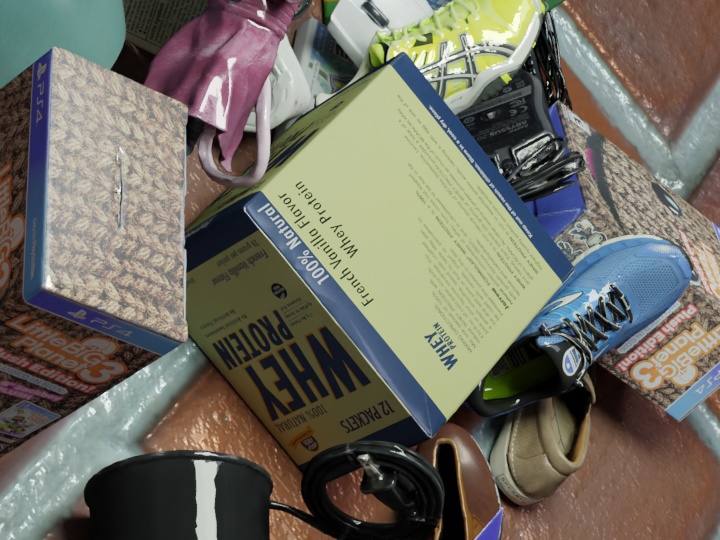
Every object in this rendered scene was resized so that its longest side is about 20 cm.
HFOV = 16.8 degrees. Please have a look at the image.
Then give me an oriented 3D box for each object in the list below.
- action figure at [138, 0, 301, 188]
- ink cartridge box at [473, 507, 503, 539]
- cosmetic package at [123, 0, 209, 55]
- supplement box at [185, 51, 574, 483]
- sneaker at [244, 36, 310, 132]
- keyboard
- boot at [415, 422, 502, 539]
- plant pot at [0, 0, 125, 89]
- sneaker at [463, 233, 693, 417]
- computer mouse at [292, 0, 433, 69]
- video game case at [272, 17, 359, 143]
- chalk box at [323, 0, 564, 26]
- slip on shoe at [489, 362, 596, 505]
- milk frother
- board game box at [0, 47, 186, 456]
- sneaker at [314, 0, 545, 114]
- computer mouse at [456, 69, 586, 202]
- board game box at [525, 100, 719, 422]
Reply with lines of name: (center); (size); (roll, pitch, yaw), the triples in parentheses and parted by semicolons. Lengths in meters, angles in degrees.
action figure: (-0.064, -0.158, 1.525); (0.149, 0.134, 0.200); (34, 83, -46)
ink cartridge box: (0.030, 0.268, 1.467); (0.043, 0.198, 0.200); (33, 54, 21)
cosmetic package: (-0.152, -0.221, 1.630); (0.200, 0.103, 0.087); (26, 42, 0)
supplement box: (0.000, 0.000, 1.659); (0.200, 0.134, 0.200); (51, 50, -9)
sneaker: (-0.106, -0.181, 1.748); (0.200, 0.078, 0.099); (58, 14, 9)
keyboard: (0.131, -0.195, 2.017); (0.104, 0.040, 0.200); (7, 62, -43)
boot: (0.052, 0.157, 1.609); (0.200, 0.068, 0.189); (76, 19, -62)
plant pot: (-0.242, -0.165, 1.497); (0.161, 0.200, 0.201); (49, 40, -27)
sneaker: (0.156, 0.049, 1.760); (0.079, 0.200, 0.089); (55, 5, -22)
computer mouse: (0.018, -0.184, 1.796); (0.200, 0.110, 0.044); (43, 2, -41)
video game case: (0.010, -0.068, 1.824); (0.182, 0.022, 0.200); (34, 45, -27)
chalk box: (0.078, -0.255, 1.872); (0.124, 0.200, 0.125); (23, 50, -34)
slip on shoe: (0.152, 0.091, 1.838); (0.076, 0.061, 0.200); (45, 40, -16)
milk frother: (-0.054, 0.207, 1.446); (0.180, 0.200, 0.188); (21, 52, -41)
board game box: (-0.199, -0.004, 1.413); (0.097, 0.200, 0.160); (23, 51, -36)
sneaker: (0.053, -0.152, 1.761); (0.076, 0.200, 0.075); (47, -5, -35)
computer mouse: (0.102, -0.086, 1.831); (0.200, 0.138, 0.053); (-90, 159, -59)
board game box: (0.200, -0.007, 1.888); (0.200, 0.097, 0.160); (35, 25, -26)
